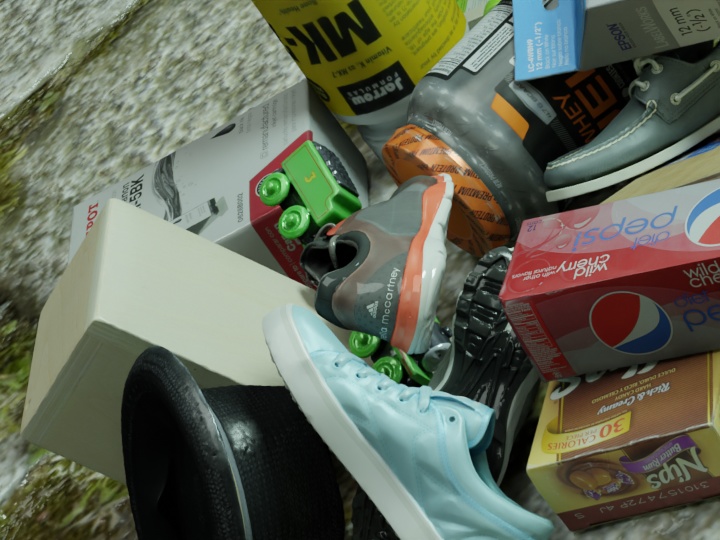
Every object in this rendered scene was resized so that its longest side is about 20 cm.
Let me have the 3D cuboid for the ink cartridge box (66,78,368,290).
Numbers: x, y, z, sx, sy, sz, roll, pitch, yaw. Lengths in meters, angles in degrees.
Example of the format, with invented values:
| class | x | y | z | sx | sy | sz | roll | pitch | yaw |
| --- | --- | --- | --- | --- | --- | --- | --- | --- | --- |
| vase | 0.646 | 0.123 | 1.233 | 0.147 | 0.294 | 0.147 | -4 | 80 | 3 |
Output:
| class | x | y | z | sx | sy | sz | roll | pitch | yaw |
| --- | --- | --- | --- | --- | --- | --- | --- | --- | --- |
| ink cartridge box | -0.098 | -0.020 | 1.878 | 0.199 | 0.083 | 0.147 | -28 | 31 | 16 |

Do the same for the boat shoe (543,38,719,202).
| class | x | y | z | sx | sy | sz | roll | pitch | yaw |
| --- | --- | --- | --- | --- | --- | --- | --- | --- | --- |
| boat shoe | 0.185 | -0.105 | 1.664 | 0.199 | 0.062 | 0.073 | -29 | 8 | -16 |

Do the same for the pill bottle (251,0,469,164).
| class | x | y | z | sx | sy | sz | roll | pitch | yaw |
| --- | --- | --- | --- | --- | --- | --- | --- | --- | --- |
| pill bottle | 0.003 | -0.171 | 1.862 | 0.114 | 0.200 | 0.115 | -27 | 30 | 17 |

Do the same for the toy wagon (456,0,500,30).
| class | x | y | z | sx | sy | sz | roll | pitch | yaw |
| --- | --- | --- | --- | --- | --- | --- | --- | --- | --- |
| toy wagon | 0.066 | -0.199 | 2.000 | 0.199 | 0.040 | 0.156 | -22 | 32 | 27 |

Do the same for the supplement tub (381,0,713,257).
| class | x | y | z | sx | sy | sz | roll | pitch | yaw |
| --- | --- | --- | --- | --- | --- | --- | --- | --- | --- |
| supplement tub | 0.114 | -0.110 | 1.734 | 0.200 | 0.123 | 0.122 | -45 | 30 | -12 |

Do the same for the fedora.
| class | x | y | z | sx | sy | sz | roll | pitch | yaw |
| --- | --- | --- | --- | --- | --- | --- | --- | --- | --- |
| fedora | -0.066 | 0.129 | 1.566 | 0.091 | 0.202 | 0.200 | -15 | 22 | -21 |

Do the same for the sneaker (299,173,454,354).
| class | x | y | z | sx | sy | sz | roll | pitch | yaw |
| --- | --- | --- | --- | --- | --- | --- | --- | --- | --- |
| sneaker | 0.008 | -0.015 | 1.601 | 0.081 | 0.078 | 0.200 | 10 | 15 | 0 |

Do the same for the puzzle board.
| class | x | y | z | sx | sy | sz | roll | pitch | yaw |
| --- | --- | --- | --- | --- | --- | --- | --- | --- | --- |
| puzzle board | 0.222 | -0.067 | 1.581 | 0.150 | 0.018 | 0.200 | -20 | 5 | 30 |

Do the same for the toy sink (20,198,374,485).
| class | x | y | z | sx | sy | sz | roll | pitch | yaw |
| --- | --- | --- | --- | --- | --- | --- | --- | --- | --- |
| toy sink | -0.093 | 0.069 | 1.694 | 0.112 | 0.199 | 0.131 | -56 | 19 | 30 |

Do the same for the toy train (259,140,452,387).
| class | x | y | z | sx | sy | sz | roll | pitch | yaw |
| --- | --- | --- | --- | --- | --- | --- | --- | --- | --- |
| toy train | 0.000 | 0.000 | 1.710 | 0.056 | 0.042 | 0.200 | -41 | 55 | 12 |

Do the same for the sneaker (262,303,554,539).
| class | x | y | z | sx | sy | sz | roll | pitch | yaw |
| --- | --- | --- | --- | --- | --- | --- | --- | --- | --- |
| sneaker | 0.030 | 0.086 | 1.507 | 0.082 | 0.200 | 0.074 | -39 | -9 | 4 |

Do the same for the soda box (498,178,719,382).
| class | x | y | z | sx | sy | sz | roll | pitch | yaw |
| --- | --- | --- | --- | --- | --- | --- | --- | --- | --- |
| soda box | 0.175 | -0.001 | 1.465 | 0.199 | 0.064 | 0.070 | -12 | 37 | 30 |

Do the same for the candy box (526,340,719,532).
| class | x | y | z | sx | sy | sz | roll | pitch | yaw |
| --- | --- | --- | --- | --- | --- | --- | --- | --- | --- |
| candy box | 0.170 | 0.043 | 1.526 | 0.116 | 0.057 | 0.201 | -17 | 36 | 31 |

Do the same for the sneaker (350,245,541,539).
| class | x | y | z | sx | sy | sz | roll | pitch | yaw |
| --- | --- | --- | --- | --- | --- | --- | --- | --- | --- |
| sneaker | 0.062 | 0.087 | 1.579 | 0.074 | 0.079 | 0.201 | 26 | 76 | 14 |

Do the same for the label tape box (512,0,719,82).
| class | x | y | z | sx | sy | sz | roll | pitch | yaw |
| --- | --- | --- | --- | --- | --- | --- | --- | --- | --- |
| label tape box | 0.172 | -0.205 | 1.644 | 0.199 | 0.066 | 0.144 | -11 | 59 | 20 |
